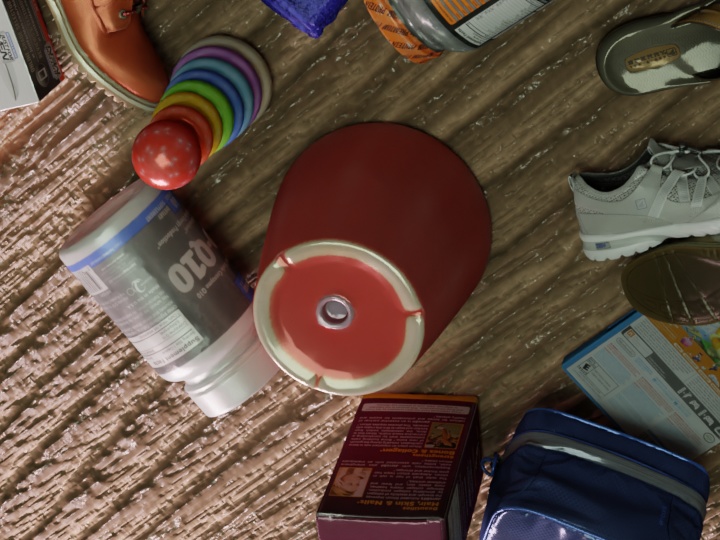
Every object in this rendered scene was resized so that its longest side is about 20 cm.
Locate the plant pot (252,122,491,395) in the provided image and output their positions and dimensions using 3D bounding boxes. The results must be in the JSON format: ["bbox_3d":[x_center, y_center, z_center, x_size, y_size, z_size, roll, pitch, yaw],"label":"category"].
[{"bbox_3d":[0.000,0.000,1.529,0.200,0.177,0.201,6,117,12],"label":"plant pot"}]

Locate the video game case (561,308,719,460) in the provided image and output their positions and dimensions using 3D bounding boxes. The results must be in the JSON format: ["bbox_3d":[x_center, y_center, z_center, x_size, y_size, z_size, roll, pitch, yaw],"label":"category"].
[{"bbox_3d":[0.294,0.077,1.586,0.200,0.018,0.143,-38,102,27],"label":"video game case"}]

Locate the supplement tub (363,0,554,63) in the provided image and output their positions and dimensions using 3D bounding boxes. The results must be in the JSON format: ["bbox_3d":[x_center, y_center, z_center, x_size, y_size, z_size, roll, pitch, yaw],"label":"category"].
[{"bbox_3d":[0.103,-0.249,1.408,0.200,0.123,0.123,-29,106,25],"label":"supplement tub"}]

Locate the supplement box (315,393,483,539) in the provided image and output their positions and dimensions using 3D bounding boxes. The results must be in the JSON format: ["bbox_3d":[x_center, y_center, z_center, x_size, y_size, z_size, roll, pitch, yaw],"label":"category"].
[{"bbox_3d":[0.038,0.193,1.603,0.110,0.200,0.086,0,117,13],"label":"supplement box"}]

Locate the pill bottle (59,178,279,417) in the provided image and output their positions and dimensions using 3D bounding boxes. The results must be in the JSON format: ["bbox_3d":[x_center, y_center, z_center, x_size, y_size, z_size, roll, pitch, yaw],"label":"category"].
[{"bbox_3d":[-0.160,0.025,1.617,0.114,0.114,0.200,-32,105,26],"label":"pill bottle"}]

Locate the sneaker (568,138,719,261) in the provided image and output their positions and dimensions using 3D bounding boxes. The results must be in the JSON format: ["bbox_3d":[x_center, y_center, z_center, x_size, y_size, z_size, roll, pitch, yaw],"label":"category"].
[{"bbox_3d":[0.260,-0.072,1.486,0.200,0.075,0.082,-20,108,20],"label":"sneaker"}]

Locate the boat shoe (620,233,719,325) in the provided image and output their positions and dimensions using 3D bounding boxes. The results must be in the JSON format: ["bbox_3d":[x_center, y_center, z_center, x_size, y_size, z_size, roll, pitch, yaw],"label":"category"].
[{"bbox_3d":[0.307,-0.005,1.493,0.200,0.066,0.074,-11,106,41],"label":"boat shoe"}]

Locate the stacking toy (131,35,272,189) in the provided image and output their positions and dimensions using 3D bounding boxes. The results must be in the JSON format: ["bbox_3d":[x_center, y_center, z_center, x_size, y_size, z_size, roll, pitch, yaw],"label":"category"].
[{"bbox_3d":[-0.136,-0.119,1.488,0.085,0.200,0.086,6,118,11],"label":"stacking toy"}]

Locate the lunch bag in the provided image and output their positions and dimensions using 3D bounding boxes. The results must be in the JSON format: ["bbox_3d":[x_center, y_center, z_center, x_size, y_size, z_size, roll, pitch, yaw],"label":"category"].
[{"bbox_3d":[0.197,0.209,1.611,0.200,0.132,0.136,22,142,4],"label":"lunch bag"}]

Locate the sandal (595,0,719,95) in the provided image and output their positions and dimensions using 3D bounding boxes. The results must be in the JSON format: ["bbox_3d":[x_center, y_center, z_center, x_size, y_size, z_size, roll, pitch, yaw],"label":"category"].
[{"bbox_3d":[0.276,-0.183,1.437,0.200,0.055,0.082,-16,112,21],"label":"sandal"}]

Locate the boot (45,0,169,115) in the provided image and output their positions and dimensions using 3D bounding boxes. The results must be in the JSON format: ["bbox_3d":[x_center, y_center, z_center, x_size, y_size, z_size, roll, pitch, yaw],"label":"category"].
[{"bbox_3d":[-0.203,-0.227,1.526,0.107,0.075,0.200,-28,106,20],"label":"boot"}]

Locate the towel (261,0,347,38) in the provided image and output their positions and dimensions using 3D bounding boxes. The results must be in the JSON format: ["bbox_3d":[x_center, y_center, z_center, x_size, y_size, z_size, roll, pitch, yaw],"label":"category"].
[{"bbox_3d":[-0.077,-0.292,1.473,0.200,0.050,0.148,35,120,-5],"label":"towel"}]

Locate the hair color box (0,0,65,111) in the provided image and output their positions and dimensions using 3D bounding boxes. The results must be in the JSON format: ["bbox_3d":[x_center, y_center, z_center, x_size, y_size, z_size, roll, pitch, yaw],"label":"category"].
[{"bbox_3d":[-0.371,-0.185,1.592,0.200,0.064,0.111,-9,112,20],"label":"hair color box"}]
